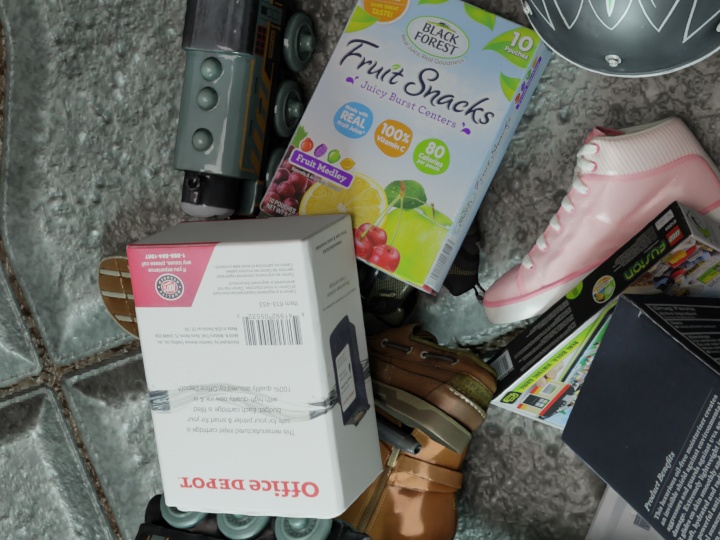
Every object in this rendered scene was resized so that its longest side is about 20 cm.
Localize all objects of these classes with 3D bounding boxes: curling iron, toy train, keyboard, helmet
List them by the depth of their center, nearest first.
[{"bbox_3d":[0.184,-0.228,0.935,0.200,0.191,0.200,6,105,22],"label":"helmet"},{"bbox_3d":[-0.095,-0.130,1.112,0.085,0.114,0.200,10,93,22],"label":"toy train"},{"bbox_3d":[-0.089,0.227,1.128,0.200,0.085,0.114,6,64,27],"label":"toy train"},{"bbox_3d":[0.214,0.186,1.134,0.056,0.011,0.200,22,111,11],"label":"keyboard"},{"bbox_3d":[-0.033,0.102,1.173,0.200,0.050,0.026,28,108,30],"label":"curling iron"}]

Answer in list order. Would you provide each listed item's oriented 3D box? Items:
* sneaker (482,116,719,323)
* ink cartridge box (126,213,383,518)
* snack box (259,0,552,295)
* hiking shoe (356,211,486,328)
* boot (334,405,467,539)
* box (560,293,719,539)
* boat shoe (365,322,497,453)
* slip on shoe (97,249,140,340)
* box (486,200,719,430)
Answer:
[{"bbox_3d":[0.163,-0.043,1.058,0.200,0.075,0.105,-27,96,19],"label":"sneaker"},{"bbox_3d":[-0.074,0.067,1.051,0.145,0.084,0.200,-1,104,24],"label":"ink cartridge box"},{"bbox_3d":[0.032,-0.102,1.071,0.142,0.053,0.200,26,89,17],"label":"snack box"},{"bbox_3d":[0.000,0.000,1.139,0.200,0.076,0.101,-7,97,24],"label":"hiking shoe"},{"bbox_3d":[-0.011,0.171,1.192,0.200,0.077,0.156,21,104,28],"label":"boot"},{"bbox_3d":[0.275,0.115,0.943,0.198,0.200,0.123,46,123,47],"label":"box"},{"bbox_3d":[0.039,0.077,1.108,0.068,0.072,0.200,-54,33,-7],"label":"boat shoe"},{"bbox_3d":[-0.138,0.021,1.215,0.200,0.061,0.076,6,105,41],"label":"slip on shoe"},{"bbox_3d":[0.193,0.041,1.045,0.200,0.110,0.035,-45,40,30],"label":"box"}]
